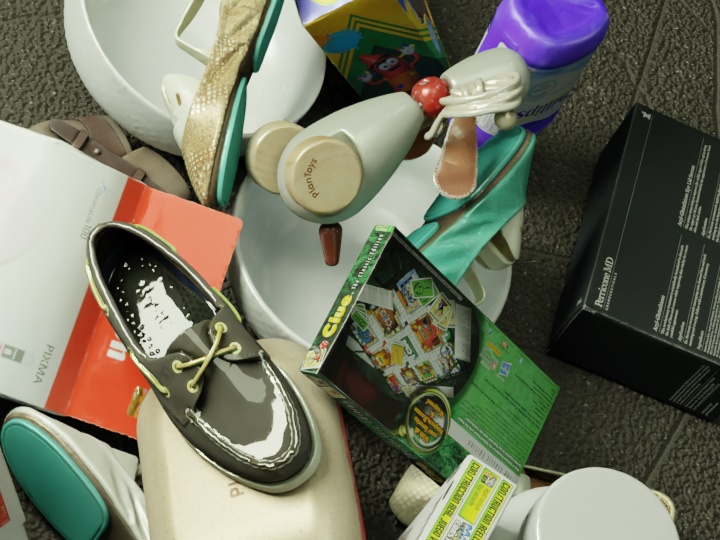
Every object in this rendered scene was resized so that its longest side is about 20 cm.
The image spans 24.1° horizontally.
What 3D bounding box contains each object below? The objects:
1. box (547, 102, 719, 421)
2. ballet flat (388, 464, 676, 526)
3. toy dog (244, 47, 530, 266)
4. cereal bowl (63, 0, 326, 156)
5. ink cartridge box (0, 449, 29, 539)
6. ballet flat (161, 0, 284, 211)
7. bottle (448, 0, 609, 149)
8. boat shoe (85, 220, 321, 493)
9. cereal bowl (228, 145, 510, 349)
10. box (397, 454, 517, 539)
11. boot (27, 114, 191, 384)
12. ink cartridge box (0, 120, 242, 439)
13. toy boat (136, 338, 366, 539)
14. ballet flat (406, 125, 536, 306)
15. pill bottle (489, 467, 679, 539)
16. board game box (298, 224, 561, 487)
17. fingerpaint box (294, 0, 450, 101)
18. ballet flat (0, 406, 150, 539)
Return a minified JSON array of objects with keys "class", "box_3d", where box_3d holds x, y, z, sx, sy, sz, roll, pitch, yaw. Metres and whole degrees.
[{"class":"box","box_3d":[0.237,-0.009,1.272,0.141,0.079,0.201,24,56,-6]},{"class":"ballet flat","box_3d":[0.120,0.155,1.147,0.199,0.062,0.068,9,59,-12]},{"class":"toy dog","box_3d":[0.026,-0.070,1.115,0.199,0.097,0.132,-16,21,5]},{"class":"cereal bowl","box_3d":[-0.129,-0.165,1.231,0.199,0.083,0.201,17,57,-28]},{"class":"ink cartridge box","box_3d":[-0.304,0.159,0.979,0.084,0.176,0.200,25,49,36]},{"class":"ballet flat","box_3d":[-0.099,-0.135,1.142,0.065,0.071,0.201,13,66,2]},{"class":"bottle","box_3d":[0.111,-0.131,1.230,0.083,0.200,0.065,-27,71,-30]},{"class":"boat shoe","box_3d":[-0.099,0.049,0.990,0.072,0.061,0.201,-40,60,-9]},{"class":"cereal bowl","box_3d":[0.000,0.000,1.179,0.199,0.083,0.201,8,58,-13]},{"class":"box","box_3d":[0.023,0.197,1.008,0.035,0.200,0.110,33,57,2]},{"class":"boot","box_3d":[-0.174,-0.021,1.159,0.146,0.070,0.200,-33,82,-39]},{"class":"ink cartridge box","box_3d":[-0.193,0.005,1.061,0.199,0.057,0.163,19,83,0]},{"class":"toy boat","box_3d":[-0.057,0.151,1.035,0.130,0.131,0.201,-17,56,8]},{"class":"ballet flat","box_3d":[0.066,-0.015,1.127,0.200,0.067,0.071,-46,108,-33]},{"class":"pill bottle","box_3d":[0.115,0.202,1.034,0.119,0.200,0.120,8,58,-13]},{"class":"board game box","box_3d":[0.049,0.069,1.059,0.200,0.023,0.105,43,65,-38]},{"class":"fingerpaint box","box_3d":[-0.009,-0.242,1.275,0.073,0.167,0.201,-24,63,12]},{"class":"ballet flat","box_3d":[-0.146,0.159,1.065,0.200,0.069,0.069,48,58,7]}]
